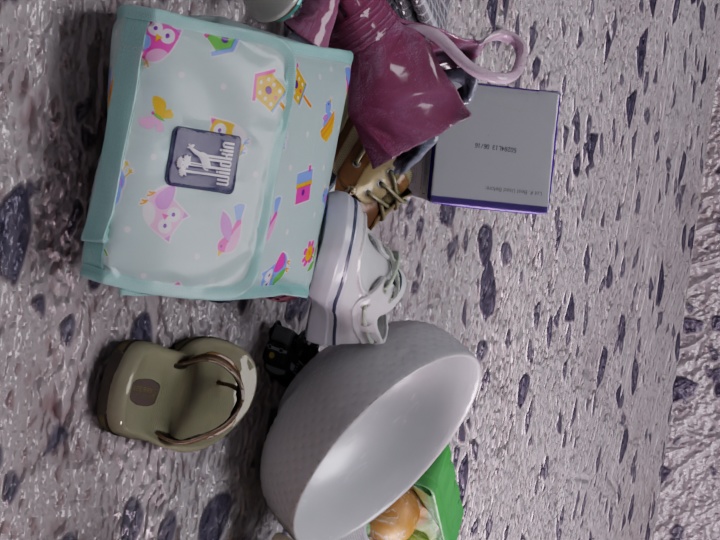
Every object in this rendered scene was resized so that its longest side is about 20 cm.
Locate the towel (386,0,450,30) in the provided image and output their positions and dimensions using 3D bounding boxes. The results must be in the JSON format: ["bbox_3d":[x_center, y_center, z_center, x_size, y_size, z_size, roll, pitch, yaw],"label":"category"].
[{"bbox_3d":[0.028,-0.273,1.531,0.200,0.085,0.167,55,45,-63],"label":"towel"}]

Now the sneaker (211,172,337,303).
[{"bbox_3d":[-0.062,-0.005,1.397,0.200,0.070,0.083,-45,137,-58],"label":"sneaker"}]

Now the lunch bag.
[{"bbox_3d":[-0.096,-0.070,1.196,0.200,0.121,0.172,1,101,-67],"label":"lunch bag"}]

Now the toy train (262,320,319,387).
[{"bbox_3d":[-0.036,0.090,1.561,0.046,0.034,0.200,-67,157,-11],"label":"toy train"}]

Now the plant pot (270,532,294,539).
[{"bbox_3d":[-0.004,0.346,1.487,0.201,0.176,0.200,-64,156,-16],"label":"plant pot"}]

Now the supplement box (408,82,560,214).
[{"bbox_3d":[0.093,-0.105,1.642,0.200,0.100,0.104,-158,-107,-81],"label":"supplement box"}]

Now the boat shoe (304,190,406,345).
[{"bbox_3d":[0.000,0.000,1.355,0.200,0.066,0.074,100,-2,-72],"label":"boat shoe"}]

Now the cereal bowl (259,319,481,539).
[{"bbox_3d":[-0.004,0.114,1.508,0.200,0.083,0.201,-37,154,-22],"label":"cereal bowl"}]

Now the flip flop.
[{"bbox_3d":[-0.111,0.082,1.305,0.200,0.057,0.082,20,78,-70],"label":"flip flop"}]

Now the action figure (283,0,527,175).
[{"bbox_3d":[0.003,-0.172,1.402,0.200,0.148,0.134,51,30,-20],"label":"action figure"}]

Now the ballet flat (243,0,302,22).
[{"bbox_3d":[-0.059,-0.265,1.336,0.070,0.069,0.202,62,36,-59],"label":"ballet flat"}]

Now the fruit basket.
[{"bbox_3d":[0.011,0.243,1.715,0.200,0.093,0.186,-51,147,-29],"label":"fruit basket"}]

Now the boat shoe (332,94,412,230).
[{"bbox_3d":[0.003,-0.077,1.548,0.076,0.073,0.201,62,39,-59],"label":"boat shoe"}]
